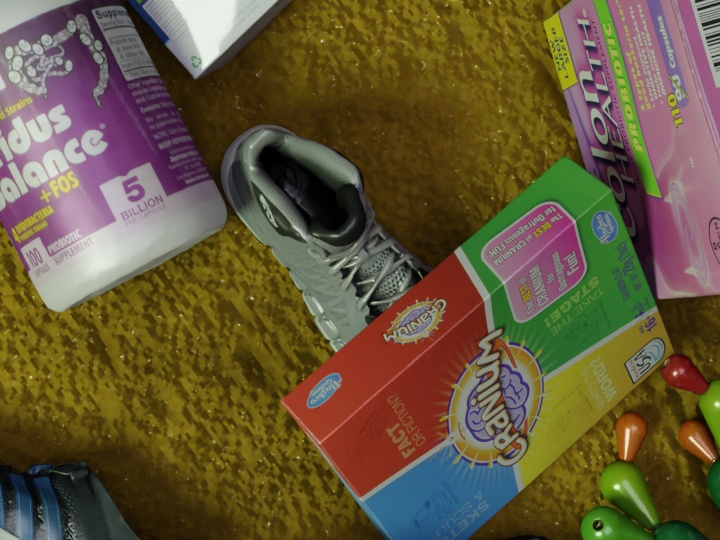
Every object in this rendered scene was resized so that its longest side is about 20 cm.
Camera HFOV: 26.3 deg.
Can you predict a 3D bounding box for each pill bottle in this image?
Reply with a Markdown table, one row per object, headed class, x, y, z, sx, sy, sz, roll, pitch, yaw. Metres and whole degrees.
| class | x | y | z | sx | sy | sz | roll | pitch | yaw |
| --- | --- | --- | --- | --- | --- | --- | --- | --- | --- |
| pill bottle | -0.161 | -0.089 | 0.820 | 0.112 | 0.112 | 0.201 | -28 | 92 | -9 |

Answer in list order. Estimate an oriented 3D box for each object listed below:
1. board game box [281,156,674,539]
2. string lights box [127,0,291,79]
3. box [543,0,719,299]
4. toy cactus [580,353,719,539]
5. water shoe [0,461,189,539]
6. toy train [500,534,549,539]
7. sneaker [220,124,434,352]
| class | x | y | z | sx | sy | sz | roll | pitch | yaw |
| --- | --- | --- | --- | --- | --- | --- | --- | --- | --- |
| board game box | 0.071 | 0.057 | 0.839 | 0.200 | 0.040 | 0.153 | -41 | 136 | -8 |
| string lights box | -0.114 | -0.216 | 0.841 | 0.103 | 0.059 | 0.200 | -40 | 94 | 17 |
| box | 0.191 | -0.083 | 0.827 | 0.096 | 0.200 | 0.177 | -17 | 91 | -8 |
| toy cactus | 0.205 | 0.163 | 0.882 | 0.164 | 0.102 | 0.201 | 21 | 76 | -17 |
| water shoe | -0.181 | 0.136 | 0.840 | 0.199 | 0.072 | 0.079 | 35 | 56 | -4 |
| toy train | 0.041 | 0.169 | 0.833 | 0.199 | 0.046 | 0.034 | 0 | 120 | -41 |
| sneaker | 0.000 | 0.000 | 0.838 | 0.200 | 0.115 | 0.075 | 45 | 82 | -4 |
